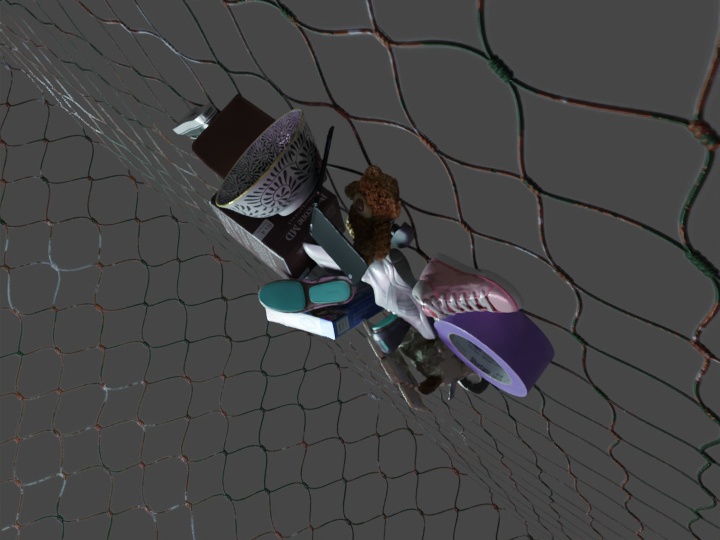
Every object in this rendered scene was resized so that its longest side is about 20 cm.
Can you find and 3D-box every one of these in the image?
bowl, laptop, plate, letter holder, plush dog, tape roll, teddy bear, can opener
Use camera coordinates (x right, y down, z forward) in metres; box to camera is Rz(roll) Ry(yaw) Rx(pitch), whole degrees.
[{"bbox_3d":[-0.129,-0.150,1.155,0.094,0.202,0.200,42,168,-24],"label":"bowl"},{"bbox_3d":[-0.026,-0.097,1.168,0.102,0.203,0.177,12,168,-5],"label":"laptop"},{"bbox_3d":[0.000,0.000,1.408,0.197,0.033,0.200,14,172,15],"label":"plate"},{"bbox_3d":[-0.183,-0.190,1.298,0.199,0.143,0.101,36,167,19],"label":"letter holder"},{"bbox_3d":[0.137,0.158,1.495,0.171,0.161,0.200,35,168,49],"label":"plush dog"},{"bbox_3d":[0.230,0.122,1.261,0.199,0.085,0.200,38,167,11],"label":"tape roll"},{"bbox_3d":[0.008,-0.083,1.163,0.066,0.148,0.200,-3,175,-14],"label":"teddy bear"},{"bbox_3d":[0.046,-0.048,1.305,0.066,0.053,0.200,40,167,1],"label":"can opener"}]

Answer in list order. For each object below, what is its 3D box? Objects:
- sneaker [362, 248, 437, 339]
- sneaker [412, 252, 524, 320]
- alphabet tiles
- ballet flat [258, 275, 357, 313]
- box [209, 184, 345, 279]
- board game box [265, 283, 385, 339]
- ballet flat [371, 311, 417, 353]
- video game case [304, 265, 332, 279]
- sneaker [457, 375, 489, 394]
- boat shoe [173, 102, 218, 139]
[{"bbox_3d":[0.075,0.048,1.301,0.079,0.071,0.201,-21,120,26],"label":"sneaker"},{"bbox_3d":[0.163,0.047,1.166,0.199,0.105,0.076,25,159,47],"label":"sneaker"},{"bbox_3d":[0.069,0.183,1.417,0.197,0.014,0.200,60,-172,22],"label":"alphabet tiles"},{"bbox_3d":[-0.099,0.043,1.421,0.071,0.197,0.070,-27,-71,-75],"label":"ballet flat"},{"bbox_3d":[-0.160,-0.108,1.448,0.199,0.166,0.165,36,166,16],"label":"box"},{"bbox_3d":[-0.058,0.065,1.496,0.197,0.199,0.044,9,117,41],"label":"board game box"},{"bbox_3d":[0.085,0.097,1.380,0.072,0.200,0.074,13,118,25],"label":"ballet flat"},{"bbox_3d":[-0.121,-0.049,1.586,0.199,0.182,0.022,37,122,17],"label":"video game case"},{"bbox_3d":[0.202,0.203,1.653,0.200,0.077,0.089,42,176,4],"label":"sneaker"},{"bbox_3d":[-0.342,-0.305,1.545,0.064,0.071,0.199,48,164,-25],"label":"boat shoe"}]
